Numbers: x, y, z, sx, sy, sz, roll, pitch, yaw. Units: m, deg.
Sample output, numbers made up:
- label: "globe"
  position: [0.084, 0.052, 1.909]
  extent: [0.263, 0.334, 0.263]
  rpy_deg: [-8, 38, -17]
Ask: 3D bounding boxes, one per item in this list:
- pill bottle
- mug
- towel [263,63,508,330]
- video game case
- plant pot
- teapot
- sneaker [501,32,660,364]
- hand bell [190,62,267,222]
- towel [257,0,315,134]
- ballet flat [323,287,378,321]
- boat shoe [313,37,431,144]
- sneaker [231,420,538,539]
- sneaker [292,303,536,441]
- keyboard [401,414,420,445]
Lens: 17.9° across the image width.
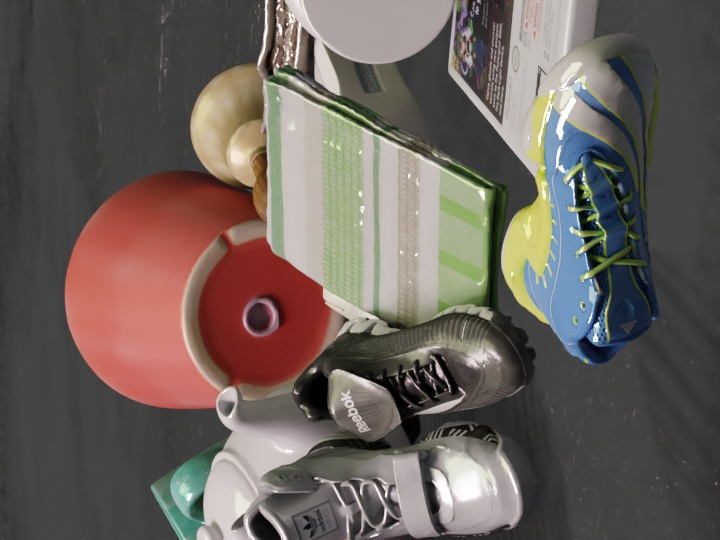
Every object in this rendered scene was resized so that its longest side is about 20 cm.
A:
- label: "pill bottle"
  position: [0.002, -0.199, 1.415]
  extent: [0.200, 0.115, 0.117]
  rpy_deg: [-102, 13, -69]
- label: "mug"
  position: [-0.077, 0.202, 1.781]
  extent: [0.153, 0.114, 0.185]
  rpy_deg: [60, 171, 1]
- label: "towel"
  position: [0.016, -0.034, 1.475]
  extent: [0.199, 0.031, 0.150]
  rpy_deg: [30, 136, 34]
- label: "video game case"
  position: [0.097, -0.173, 1.333]
  extent: [0.182, 0.023, 0.202]
  rpy_deg: [-123, 32, -57]
- label: "plant pot"
  position: [-0.110, 0.024, 1.802]
  extent: [0.177, 0.199, 0.202]
  rpy_deg: [12, 106, 62]
- label: "teapot"
  position: [-0.047, 0.178, 1.625]
  extent: [0.197, 0.145, 0.202]
  rpy_deg: [-31, 77, 67]
- label: "sneaker"
  position: [0.132, -0.028, 1.192]
  extent: [0.201, 0.075, 0.105]
  rpy_deg: [96, 149, -52]
- label: "hand bell"
  position: [-0.069, -0.073, 1.705]
  extent: [0.200, 0.103, 0.105]
  rpy_deg: [-108, 19, -65]
- label: "towel"
  position: [-0.040, -0.196, 1.661]
  extent: [0.133, 0.034, 0.202]
  rpy_deg: [-61, -21, -62]
- label: "ballet flat"
  position: [0.000, 0.000, 1.614]
  extent: [0.201, 0.071, 0.073]
  rpy_deg: [-116, 27, -50]
- label: "boat shoe"
  position: [-0.001, -0.095, 1.589]
  extent: [0.201, 0.071, 0.069]
  rpy_deg: [-111, 21, -43]
- label: "sneaker"
  position: [0.012, 0.148, 1.435]
  extent: [0.199, 0.115, 0.076]
  rpy_deg: [-3, 107, 46]
- label: "sneaker"
  position: [0.027, 0.070, 1.432]
  extent: [0.199, 0.090, 0.067]
  rpy_deg: [-6, 116, 54]
- label: "keyboard"
  position: [0.005, 0.111, 1.708]
  extent: [0.104, 0.039, 0.200]
  rpy_deg: [55, 152, 16]
